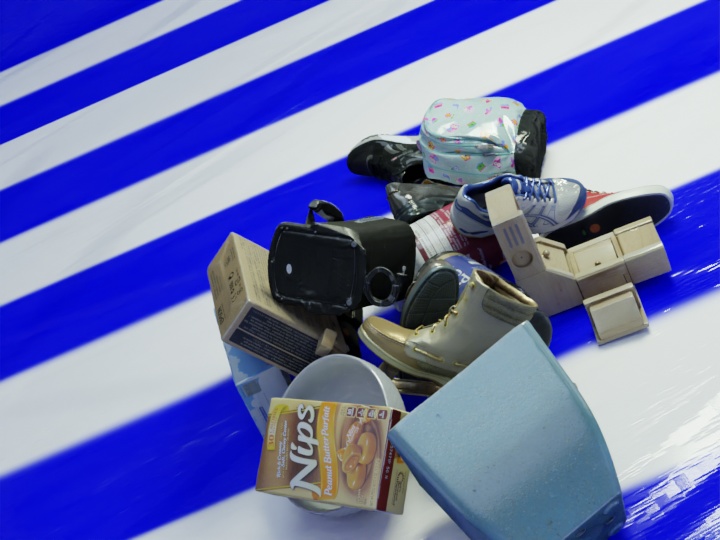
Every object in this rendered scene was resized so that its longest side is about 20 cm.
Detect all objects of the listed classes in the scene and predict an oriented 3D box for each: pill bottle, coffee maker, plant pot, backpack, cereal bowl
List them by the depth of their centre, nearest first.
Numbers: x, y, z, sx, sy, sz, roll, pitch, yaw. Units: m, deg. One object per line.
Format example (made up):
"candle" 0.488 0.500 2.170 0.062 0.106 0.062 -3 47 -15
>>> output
"plant pot" 0.178 0.219 1.259 0.196 0.196 0.200 -37 60 -5
"cereal bowl" -0.016 0.210 1.463 0.198 0.083 0.203 -17 63 37
"coffee maker" 0.000 0.000 1.558 0.191 0.136 0.199 33 18 20
"pill bottle" 0.163 0.056 1.569 0.111 0.113 0.200 -35 35 -16
"pill bottle" 0.122 -0.028 1.707 0.198 0.115 0.114 -28 34 -5
"backpack" 0.194 -0.204 1.875 0.197 0.128 0.168 4 36 17

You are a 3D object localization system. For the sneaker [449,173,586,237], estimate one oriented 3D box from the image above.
"sneaker" 0.225 -0.096 1.619 0.197 0.088 0.076 -13 65 -8

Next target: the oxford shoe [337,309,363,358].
"oxford shoe" -0.046 0.116 1.675 0.084 0.073 0.201 -34 29 32

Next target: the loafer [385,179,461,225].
"loafer" 0.117 -0.110 1.787 0.199 0.073 0.073 -7 -28 -50

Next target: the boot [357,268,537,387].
"boot" 0.107 0.062 1.452 0.198 0.157 0.073 26 23 12

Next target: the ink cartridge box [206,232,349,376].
"ink cartridge box" -0.116 0.052 1.594 0.075 0.164 0.201 -53 26 16

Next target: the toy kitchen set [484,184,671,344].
"toy kitchen set" 0.294 -0.024 1.532 0.198 0.181 0.164 -21 34 12

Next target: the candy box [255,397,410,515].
"candy box" -0.031 0.217 1.378 0.198 0.055 0.117 -1 73 41

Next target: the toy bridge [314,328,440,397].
"toy bridge" 0.034 0.133 1.522 0.198 0.067 0.027 21 57 -10

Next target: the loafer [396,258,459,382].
"loafer" 0.077 0.063 1.543 0.071 0.202 0.063 1 35 -19

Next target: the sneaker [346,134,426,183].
"sneaker" 0.058 -0.182 1.998 0.198 0.076 0.088 -5 44 27

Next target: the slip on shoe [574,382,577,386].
"slip on shoe" 0.178 0.192 1.427 0.198 0.076 0.061 -18 73 -4

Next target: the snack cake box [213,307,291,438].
"snack cake box" -0.145 0.133 1.655 0.067 0.116 0.201 -25 33 -2

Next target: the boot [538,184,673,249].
"boot" 0.353 -0.105 1.711 0.198 0.073 0.145 -18 32 16
